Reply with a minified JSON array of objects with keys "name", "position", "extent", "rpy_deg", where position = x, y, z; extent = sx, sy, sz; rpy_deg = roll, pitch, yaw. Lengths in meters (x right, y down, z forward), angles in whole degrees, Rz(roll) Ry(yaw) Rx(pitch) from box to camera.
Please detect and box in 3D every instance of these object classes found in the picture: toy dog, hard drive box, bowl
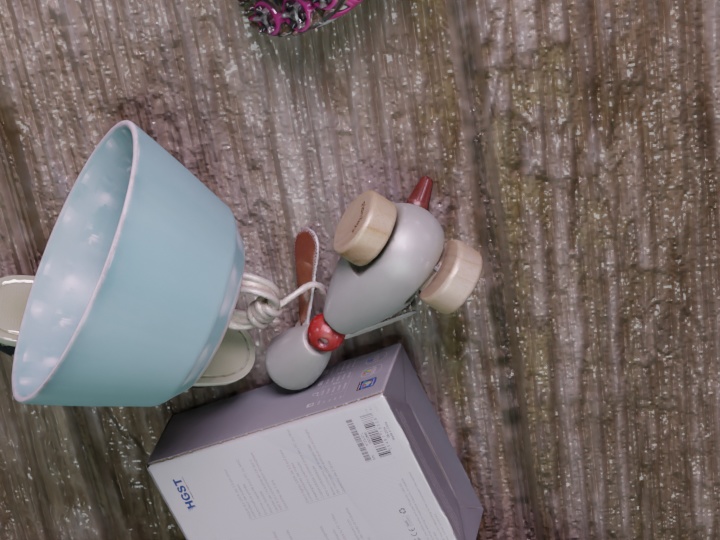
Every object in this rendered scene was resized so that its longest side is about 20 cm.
[{"name":"toy dog","position":[0.000,0.000,1.465],"extent":[0.199,0.097,0.132],"rpy_deg":[-19,126,33]},{"name":"hard drive box","position":[-0.033,0.161,1.544],"extent":[0.199,0.077,0.157],"rpy_deg":[-18,112,20]},{"name":"bowl","position":[-0.148,0.011,1.404],"extent":[0.105,0.201,0.201],"rpy_deg":[22,124,-20]}]

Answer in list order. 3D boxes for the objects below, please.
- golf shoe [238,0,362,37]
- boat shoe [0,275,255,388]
[{"name":"golf shoe","position":[-0.001,-0.208,1.311],"extent":[0.200,0.092,0.073],"rpy_deg":[-29,90,45]},{"name":"boat shoe","position":[-0.177,0.053,1.511],"extent":[0.198,0.075,0.066],"rpy_deg":[6,154,-12]}]
